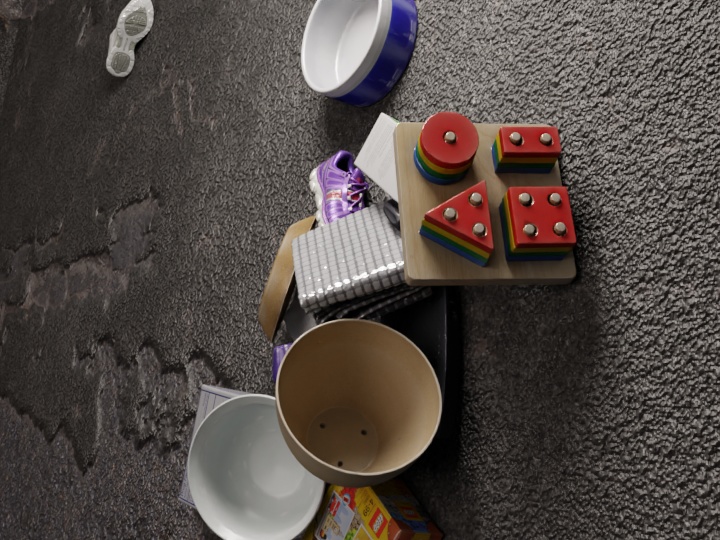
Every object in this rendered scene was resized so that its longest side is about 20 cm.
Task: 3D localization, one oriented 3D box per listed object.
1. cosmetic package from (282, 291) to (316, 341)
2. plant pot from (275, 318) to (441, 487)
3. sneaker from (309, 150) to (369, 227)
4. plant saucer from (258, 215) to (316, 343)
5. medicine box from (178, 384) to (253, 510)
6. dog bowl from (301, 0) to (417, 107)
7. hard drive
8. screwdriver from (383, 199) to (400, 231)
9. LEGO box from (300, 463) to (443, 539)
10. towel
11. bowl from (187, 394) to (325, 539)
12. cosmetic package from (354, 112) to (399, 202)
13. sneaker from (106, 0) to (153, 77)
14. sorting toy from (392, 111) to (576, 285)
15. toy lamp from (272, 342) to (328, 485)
[{"bbox_3d":[-0.045,0.106,1.403,0.083,0.050,0.201,-60,39,26],"label":"cosmetic package"},{"bbox_3d":[-0.013,0.181,1.176,0.135,0.197,0.203,109,153,-53],"label":"plant pot"},{"bbox_3d":[-0.021,-0.103,1.428,0.083,0.080,0.202,-43,46,27],"label":"sneaker"},{"bbox_3d":[-0.114,0.007,1.448,0.200,0.035,0.203,-160,89,-89],"label":"plant saucer"},{"bbox_3d":[-0.173,0.283,1.464,0.199,0.102,0.186,4,81,53],"label":"medicine box"},{"bbox_3d":[-0.004,-0.360,1.492,0.199,0.078,0.204,-21,62,47],"label":"dog bowl"},{"bbox_3d":[0.075,0.121,1.250,0.134,0.042,0.204,-16,65,48],"label":"hard drive"},{"bbox_3d":[0.069,-0.039,1.187,0.201,0.027,0.029,-122,16,-55],"label":"screwdriver"},{"bbox_3d":[-0.001,0.364,1.234,0.149,0.076,0.202,46,114,49],"label":"LEGO box"},{"bbox_3d":[0.000,0.000,1.268,0.163,0.087,0.201,-20,30,2],"label":"towel"},{"bbox_3d":[-0.126,0.265,1.303,0.197,0.090,0.205,-1,88,18],"label":"bowl"},{"bbox_3d":[0.090,-0.117,1.262,0.086,0.107,0.200,-59,41,12],"label":"cosmetic package"},{"bbox_3d":[-0.553,-0.565,2.277,0.201,0.077,0.100,-57,37,20],"label":"sneaker"},{"bbox_3d":[0.144,-0.090,1.102,0.070,0.195,0.203,107,160,-65],"label":"sorting toy"},{"bbox_3d":[-0.086,0.205,1.367,0.058,0.058,0.204,-17,82,48],"label":"toy lamp"}]
